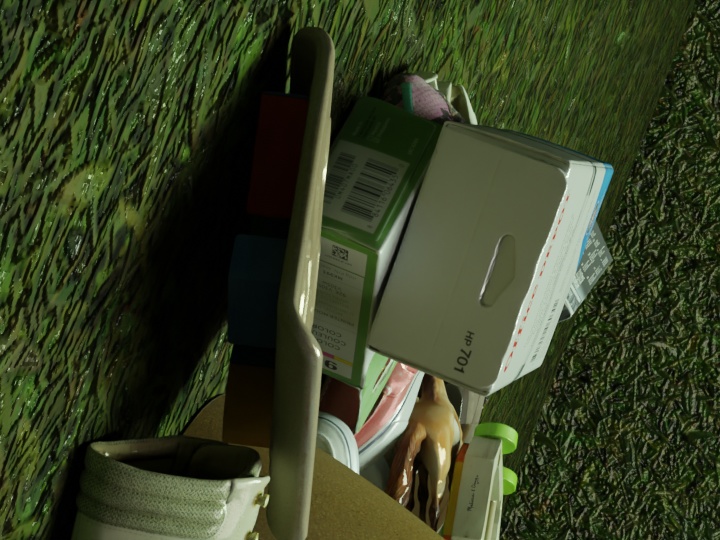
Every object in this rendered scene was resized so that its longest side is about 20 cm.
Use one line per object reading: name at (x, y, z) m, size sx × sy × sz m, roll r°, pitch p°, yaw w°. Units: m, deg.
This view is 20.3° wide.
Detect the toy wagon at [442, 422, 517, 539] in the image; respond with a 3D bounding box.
toy wagon at (0.086, 0.212, 1.481) m, size 0.200 × 0.039 × 0.156 m, roll 84°, pitch 16°, yaw -58°

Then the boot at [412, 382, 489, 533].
boot at (0.077, 0.177, 1.941) m, size 0.146 × 0.070 × 0.201 m, roll -1°, pitch 112°, yaw -81°

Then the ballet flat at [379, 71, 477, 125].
ballet flat at (0.048, -0.094, 1.323) m, size 0.200 × 0.069 × 0.071 m, roll 25°, pitch 60°, yaw -79°

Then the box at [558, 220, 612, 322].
box at (0.097, 0.019, 1.525) m, size 0.050 × 0.157 × 0.200 m, roll 66°, pitch 20°, yaw -5°

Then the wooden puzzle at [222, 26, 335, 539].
wooden puzzle at (-0.042, 0.008, 1.010) m, size 0.186 × 0.046 × 0.201 m, roll 97°, pitch -4°, yaw -52°

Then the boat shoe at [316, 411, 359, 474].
boat shoe at (-0.057, 0.184, 1.265) m, size 0.067 × 0.073 × 0.201 m, roll 30°, pitch 81°, yaw -80°

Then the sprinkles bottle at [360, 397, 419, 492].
sprinkles bottle at (0.009, 0.144, 1.533) m, size 0.200 × 0.068 × 0.068 m, roll -29°, pitch 139°, yaw -74°

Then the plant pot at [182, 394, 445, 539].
plant pot at (-0.020, 0.191, 1.133) m, size 0.186 × 0.199 × 0.187 m, roll 20°, pitch 90°, yaw -79°

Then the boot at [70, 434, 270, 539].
boot at (-0.068, 0.163, 0.986) m, size 0.199 × 0.072 × 0.155 m, roll 13°, pitch 97°, yaw -38°

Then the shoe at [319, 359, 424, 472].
shoe at (0.011, 0.043, 1.382) m, size 0.200 × 0.071 × 0.091 m, roll -55°, pitch 144°, yaw -11°

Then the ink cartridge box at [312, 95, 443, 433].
ink cartridge box at (0.000, 0.000, 1.243) m, size 0.200 × 0.059 × 0.104 m, roll 95°, pitch 19°, yaw -54°

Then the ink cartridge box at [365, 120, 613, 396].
ink cartridge box at (0.085, -0.011, 1.246) m, size 0.200 × 0.086 × 0.147 m, roll -5°, pitch 116°, yaw -75°

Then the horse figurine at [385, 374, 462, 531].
horse figurine at (0.047, 0.138, 1.453) m, size 0.200 × 0.050 × 0.133 m, roll -13°, pitch 104°, yaw -78°
